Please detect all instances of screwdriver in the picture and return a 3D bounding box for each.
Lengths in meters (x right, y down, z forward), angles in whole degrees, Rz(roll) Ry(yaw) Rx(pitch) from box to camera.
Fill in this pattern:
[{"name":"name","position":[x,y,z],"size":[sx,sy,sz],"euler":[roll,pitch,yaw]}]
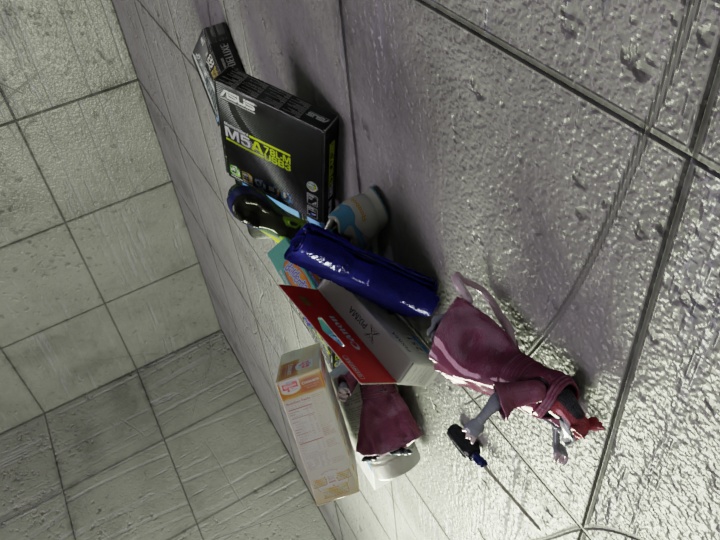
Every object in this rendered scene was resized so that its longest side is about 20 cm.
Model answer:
[{"name":"screwdriver","position":[0.180,0.274,0.923],"size":[0.200,0.027,0.030],"euler":[39,120,52]}]

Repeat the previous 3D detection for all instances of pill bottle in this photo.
[{"name":"pill bottle","position":[0.027,0.254,1.190],"size":[0.203,0.113,0.114],"euler":[66,162,-3]}]

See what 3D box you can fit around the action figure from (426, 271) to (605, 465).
[{"name":"action figure","position":[0.166,0.108,0.693],"size":[0.199,0.133,0.151],"euler":[24,94,47]}]

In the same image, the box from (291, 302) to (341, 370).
[{"name":"box","position":[-0.089,0.089,1.434],"size":[0.201,0.044,0.161],"euler":[55,159,30]}]

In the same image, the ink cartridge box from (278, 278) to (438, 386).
[{"name":"ink cartridge box","position":[0.004,0.076,0.949],"size":[0.200,0.045,0.175],"euler":[46,-163,31]}]

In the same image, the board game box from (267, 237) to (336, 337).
[{"name":"board game box","position":[-0.055,0.041,1.119],"size":[0.153,0.045,0.199],"euler":[57,-167,26]}]

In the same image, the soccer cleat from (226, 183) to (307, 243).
[{"name":"soccer cleat","position":[-0.137,-0.082,1.132],"size":[0.199,0.065,0.084],"euler":[33,-166,-37]}]

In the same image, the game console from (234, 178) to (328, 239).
[{"name":"game console","position":[-0.129,-0.111,1.178],"size":[0.171,0.117,0.202],"euler":[48,156,44]}]

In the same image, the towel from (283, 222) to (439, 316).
[{"name":"towel","position":[0.000,0.000,0.901],"size":[0.198,0.050,0.147],"euler":[27,171,-12]}]

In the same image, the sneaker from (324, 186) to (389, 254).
[{"name":"sneaker","position":[-0.016,-0.046,0.995],"size":[0.077,0.080,0.201],"euler":[57,161,21]}]

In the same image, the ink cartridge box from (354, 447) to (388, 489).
[{"name":"ink cartridge box","position":[0.009,0.306,1.358],"size":[0.201,0.083,0.146],"euler":[51,157,39]}]

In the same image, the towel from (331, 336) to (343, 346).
[{"name":"towel","position":[-0.061,0.064,1.285],"size":[0.201,0.048,0.112],"euler":[57,148,26]}]

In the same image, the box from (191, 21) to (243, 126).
[{"name":"box","position":[-0.281,-0.389,1.374],"size":[0.200,0.049,0.160],"euler":[9,121,70]}]

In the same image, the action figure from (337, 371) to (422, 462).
[{"name":"action figure","position":[0.036,0.191,1.077],"size":[0.149,0.131,0.204],"euler":[63,-165,-76]}]

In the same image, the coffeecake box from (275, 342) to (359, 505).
[{"name":"coffeecake box","position":[-0.067,0.236,1.078],"size":[0.154,0.072,0.203],"euler":[-110,3,-81]}]

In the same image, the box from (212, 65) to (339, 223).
[{"name":"box","position":[-0.126,-0.187,1.039],"size":[0.198,0.048,0.194],"euler":[28,148,15]}]
